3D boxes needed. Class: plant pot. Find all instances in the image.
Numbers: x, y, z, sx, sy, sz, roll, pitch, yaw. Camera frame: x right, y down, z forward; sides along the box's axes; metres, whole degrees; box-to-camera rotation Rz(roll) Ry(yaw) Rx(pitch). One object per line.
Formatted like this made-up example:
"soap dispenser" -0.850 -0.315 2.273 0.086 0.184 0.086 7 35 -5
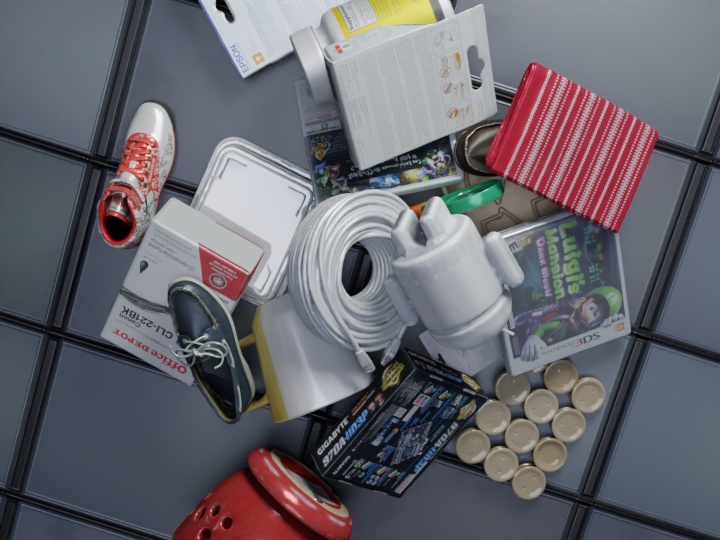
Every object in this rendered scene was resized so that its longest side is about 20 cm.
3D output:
"plant pot" -0.125 0.352 1.287 0.200 0.200 0.183 38 89 -3

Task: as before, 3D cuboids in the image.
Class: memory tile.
"memory tile" 0.237 0.209 1.329 0.152 0.017 0.201 32 97 -9

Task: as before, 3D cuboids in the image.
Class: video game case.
"video game case" 0.023 -0.185 1.263 0.198 0.023 0.184 -11 78 4
"video game case" 0.260 0.022 1.250 0.180 0.023 0.202 -19 114 -10

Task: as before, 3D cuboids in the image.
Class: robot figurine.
"robot figurine" 0.111 0.013 1.158 0.168 0.113 0.201 -22 110 29

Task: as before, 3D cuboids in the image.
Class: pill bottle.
"pill bottle" 0.017 -0.293 1.216 0.198 0.114 0.115 -23 96 0

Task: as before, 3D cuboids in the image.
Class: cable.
"cable" 0.000 0.000 1.205 0.200 0.069 0.201 48 66 -29

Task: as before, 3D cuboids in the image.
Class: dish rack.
"dish rack" -0.154 -0.063 1.304 0.170 0.044 0.202 26 99 -2

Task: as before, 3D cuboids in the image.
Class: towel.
"towel" 0.262 -0.150 1.178 0.199 0.022 0.146 24 88 -16

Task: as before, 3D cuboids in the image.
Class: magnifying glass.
"magnifying glass" 0.102 -0.082 1.235 0.199 0.079 0.023 -10 107 47

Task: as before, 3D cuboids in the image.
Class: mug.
"mug" -0.090 0.111 1.276 0.185 0.149 0.155 -22 89 -10

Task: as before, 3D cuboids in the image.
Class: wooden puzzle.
"wooden puzzle" 0.217 -0.101 1.285 0.198 0.046 0.187 -23 97 0

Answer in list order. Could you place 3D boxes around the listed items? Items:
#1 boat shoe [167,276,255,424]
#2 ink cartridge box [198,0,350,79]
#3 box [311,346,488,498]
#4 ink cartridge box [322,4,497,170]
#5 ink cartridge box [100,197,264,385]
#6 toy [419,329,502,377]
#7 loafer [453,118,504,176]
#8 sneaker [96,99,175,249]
"boat shoe" -0.196 0.105 1.215 0.074 0.062 0.202 -11 114 14
"ink cartridge box" -0.117 -0.387 1.259 0.199 0.043 0.198 -28 98 7
"box" 0.053 0.208 1.274 0.158 0.046 0.200 25 110 -41
"ink cartridge box" 0.064 -0.233 1.183 0.198 0.050 0.163 -24 132 -9
"ink cartridge box" -0.238 0.031 1.270 0.143 0.084 0.201 29 117 -4
"toy" 0.178 0.061 1.296 0.199 0.047 0.116 -32 125 2
"loafer" 0.218 -0.162 1.215 0.198 0.071 0.074 -7 94 -6
"sneaker" -0.297 -0.126 1.268 0.067 0.108 0.204 14 98 0
